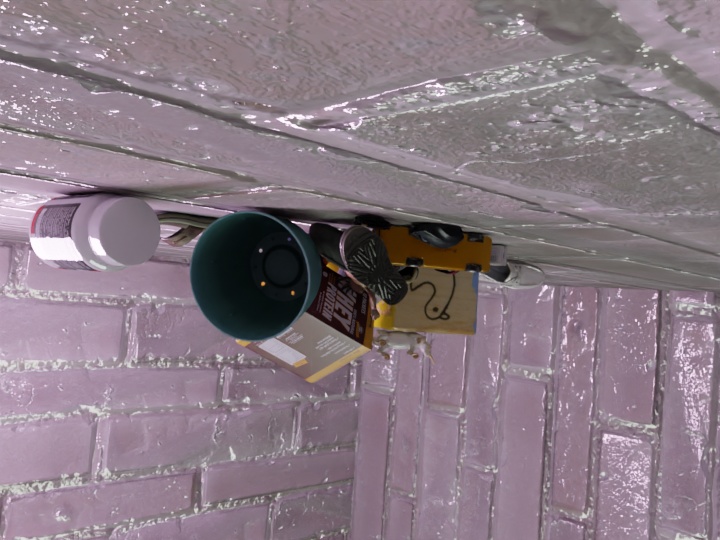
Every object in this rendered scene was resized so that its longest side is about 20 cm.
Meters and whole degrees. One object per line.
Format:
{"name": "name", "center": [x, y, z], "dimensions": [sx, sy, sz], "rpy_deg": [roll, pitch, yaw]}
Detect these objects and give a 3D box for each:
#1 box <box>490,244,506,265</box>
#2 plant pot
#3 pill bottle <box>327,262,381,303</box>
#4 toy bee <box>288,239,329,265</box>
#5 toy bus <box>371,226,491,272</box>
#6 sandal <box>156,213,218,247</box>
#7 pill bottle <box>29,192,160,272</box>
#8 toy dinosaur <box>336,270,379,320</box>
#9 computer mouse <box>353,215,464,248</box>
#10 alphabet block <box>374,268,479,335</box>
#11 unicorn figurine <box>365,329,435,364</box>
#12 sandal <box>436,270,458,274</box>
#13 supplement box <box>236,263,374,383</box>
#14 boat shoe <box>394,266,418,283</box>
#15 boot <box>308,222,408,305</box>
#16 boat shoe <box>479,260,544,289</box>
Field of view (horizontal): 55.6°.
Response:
{"name": "box", "center": [0.200, -0.033, 1.399], "dimensions": [0.199, 0.042, 0.039], "rpy_deg": [2, 177, 32]}
{"name": "plant pot", "center": [-0.153, 0.000, 1.120], "dimensions": [0.199, 0.202, 0.161], "rpy_deg": [4, -172, 13]}
{"name": "pill bottle", "center": [-0.035, 0.012, 1.529], "dimensions": [0.111, 0.113, 0.199], "rpy_deg": [6, -168, -43]}
{"name": "toy bee", "center": [-0.156, -0.020, 1.452], "dimensions": [0.198, 0.109, 0.131], "rpy_deg": [10, -159, -13]}
{"name": "toy bus", "center": [0.121, -0.035, 1.173], "dimensions": [0.198, 0.066, 0.078], "rpy_deg": [5, 177, -14]}
{"name": "sandal", "center": [-0.315, -0.069, 1.233], "dimensions": [0.199, 0.058, 0.080], "rpy_deg": [5, 177, -24]}
{"name": "pill bottle", "center": [-0.391, -0.055, 1.007], "dimensions": [0.199, 0.115, 0.113], "rpy_deg": [3, 177, 41]}
{"name": "toy dinosaur", "center": [0.000, 0.000, 1.305], "dimensions": [0.135, 0.086, 0.201], "rpy_deg": [37, 160, 41]}
{"name": "computer mouse", "center": [0.078, -0.059, 1.072], "dimensions": [0.199, 0.034, 0.059], "rpy_deg": [6, 178, -25]}
{"name": "alphabet block", "center": [0.145, 0.045, 1.582], "dimensions": [0.198, 0.197, 0.196], "rpy_deg": [4, 176, -14]}
{"name": "unicorn figurine", "center": [0.097, 0.165, 1.534], "dimensions": [0.199, 0.074, 0.137], "rpy_deg": [18, -174, -5]}
{"name": "sandal", "center": [0.159, -0.021, 1.357], "dimensions": [0.199, 0.045, 0.075], "rpy_deg": [5, 138, 38]}
{"name": "supplement box", "center": [-0.107, 0.101, 1.399], "dimensions": [0.199, 0.133, 0.197], "rpy_deg": [33, 133, -26]}
{"name": "boat shoe", "center": [0.082, -0.004, 1.340], "dimensions": [0.071, 0.066, 0.201], "rpy_deg": [-20, 161, -5]}
{"name": "boot", "center": [-0.022, -0.038, 1.099], "dimensions": [0.200, 0.072, 0.182], "rpy_deg": [45, 171, 47]}
{"name": "boat shoe", "center": [0.379, 0.010, 1.745], "dimensions": [0.198, 0.071, 0.069], "rpy_deg": [6, 179, -2]}
